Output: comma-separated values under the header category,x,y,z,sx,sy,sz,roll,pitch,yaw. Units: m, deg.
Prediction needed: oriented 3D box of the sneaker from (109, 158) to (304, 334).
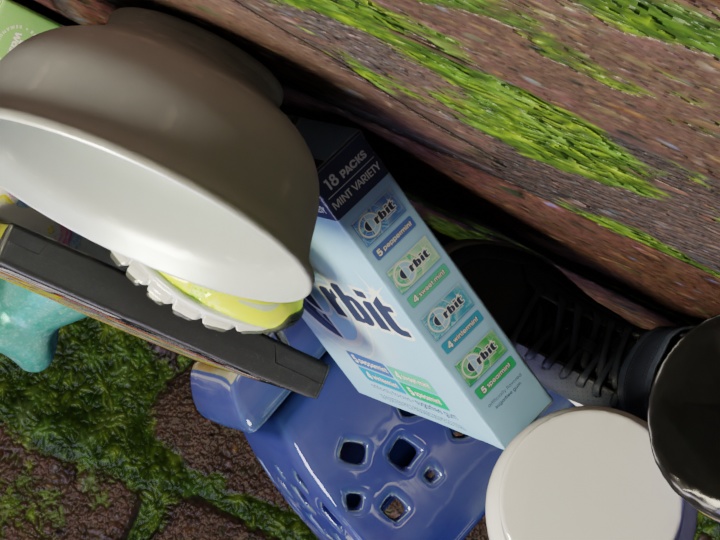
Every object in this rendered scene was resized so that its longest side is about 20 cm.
category,x,y,z,sx,sy,sz,roll,pitch,yaw
sneaker,-0.100,-0.049,1.447,0.200,0.090,0.078,43,-156,5

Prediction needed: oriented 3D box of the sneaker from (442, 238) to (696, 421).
category,x,y,z,sx,sy,sz,roll,pitch,yaw
sneaker,0.141,0.044,1.538,0.202,0.077,0.146,30,170,-21

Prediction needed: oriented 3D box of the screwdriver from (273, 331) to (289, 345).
category,x,y,z,sx,sy,sz,roll,pitch,yaw
screwdriver,-0.089,-0.038,1.516,0.029,0.028,0.200,-26,105,41

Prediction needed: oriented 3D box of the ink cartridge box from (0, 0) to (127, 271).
category,x,y,z,sx,sy,sz,roll,pitch,yaw
ink cartridge box,-0.151,-0.065,1.553,0.200,0.117,0.067,25,176,-26

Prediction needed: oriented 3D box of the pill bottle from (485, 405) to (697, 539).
category,x,y,z,sx,sy,sz,roll,pitch,yaw
pill bottle,0.125,0.134,1.468,0.113,0.113,0.200,24,173,9

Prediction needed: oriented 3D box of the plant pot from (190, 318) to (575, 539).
category,x,y,z,sx,sy,sz,roll,pitch,yaw
plant pot,0.010,0.072,1.767,0.180,0.200,0.200,42,172,-10

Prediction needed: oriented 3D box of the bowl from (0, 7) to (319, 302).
category,x,y,z,sx,sy,sz,roll,pitch,yaw
bowl,-0.098,-0.068,1.334,0.201,0.090,0.201,23,166,6

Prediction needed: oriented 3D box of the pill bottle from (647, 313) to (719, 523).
category,x,y,z,sx,sy,sz,roll,pitch,yaw
pill bottle,0.233,0.094,1.396,0.112,0.112,0.200,22,175,32

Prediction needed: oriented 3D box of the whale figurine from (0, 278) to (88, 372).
category,x,y,z,sx,sy,sz,roll,pitch,yaw
whale figurine,-0.173,-0.012,1.666,0.159,0.200,0.104,26,-160,-34

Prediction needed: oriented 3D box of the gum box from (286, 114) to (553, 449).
category,x,y,z,sx,sy,sz,roll,pitch,yaw
gum box,0.000,0.000,1.507,0.200,0.045,0.170,53,163,-25

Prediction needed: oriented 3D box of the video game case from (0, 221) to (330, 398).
category,x,y,z,sx,sy,sz,roll,pitch,yaw
video game case,-0.136,0.017,1.531,0.200,0.026,0.181,24,175,-21
